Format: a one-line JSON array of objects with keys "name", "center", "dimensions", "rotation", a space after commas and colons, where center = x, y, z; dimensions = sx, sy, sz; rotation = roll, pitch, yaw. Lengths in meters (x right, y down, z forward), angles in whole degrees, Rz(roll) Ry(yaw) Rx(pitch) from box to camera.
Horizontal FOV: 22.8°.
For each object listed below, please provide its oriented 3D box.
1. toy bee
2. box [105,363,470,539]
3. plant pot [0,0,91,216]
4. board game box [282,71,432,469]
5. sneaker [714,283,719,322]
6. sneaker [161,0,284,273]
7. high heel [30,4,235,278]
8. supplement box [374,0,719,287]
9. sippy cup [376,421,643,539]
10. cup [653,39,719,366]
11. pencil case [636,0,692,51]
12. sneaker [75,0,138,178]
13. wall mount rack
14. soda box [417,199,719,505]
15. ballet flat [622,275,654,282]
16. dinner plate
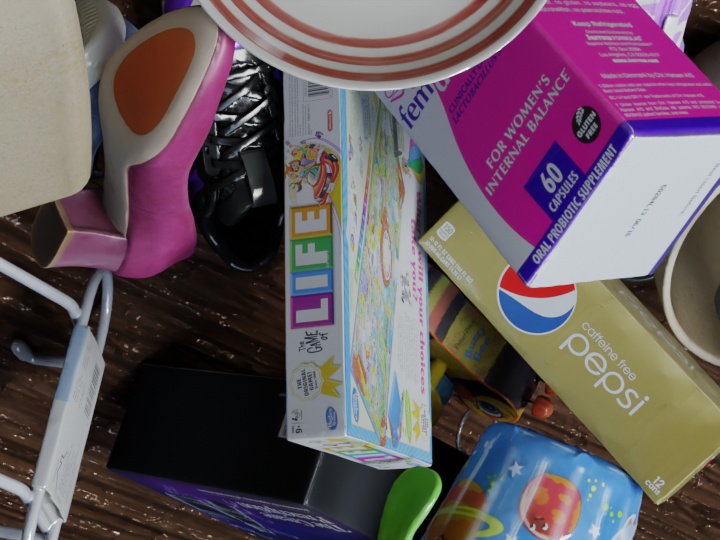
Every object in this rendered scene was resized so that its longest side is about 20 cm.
[{"name": "toy bee", "center": [0.076, 0.051, 1.132], "dimensions": [0.200, 0.108, 0.132], "rotation": [24, 79, -44]}, {"name": "box", "center": [-0.040, 0.123, 1.111], "dimensions": [0.141, 0.079, 0.199], "rotation": [28, 163, -38]}, {"name": "plant pot", "center": [-0.219, -0.119, 0.817], "dimensions": [0.199, 0.201, 0.177], "rotation": [-17, 143, 0]}, {"name": "board game box", "center": [0.000, 0.000, 0.968], "dimensions": [0.034, 0.201, 0.134], "rotation": [-6, 165, 21]}, {"name": "sneaker", "center": [0.283, 0.009, 0.989], "dimensions": [0.199, 0.078, 0.091], "rotation": [6, 148, -18]}, {"name": "sneaker", "center": [-0.062, -0.080, 0.963], "dimensions": [0.069, 0.100, 0.201], "rotation": [-11, 136, -10]}, {"name": "high heel", "center": [-0.092, -0.066, 0.919], "dimensions": [0.096, 0.068, 0.200], "rotation": [-2, 151, -39]}, {"name": "supplement box", "center": [0.085, -0.100, 0.906], "dimensions": [0.103, 0.200, 0.101], "rotation": [-5, 138, -42]}, {"name": "sippy cup", "center": [0.094, 0.160, 1.009], "dimensions": [0.131, 0.139, 0.178], "rotation": [-66, 161, -6]}, {"name": "cup", "center": [0.250, -0.059, 1.051], "dimensions": [0.199, 0.144, 0.201], "rotation": [-8, 135, -9]}, {"name": "pencil case", "center": [0.156, -0.190, 0.935], "dimensions": [0.083, 0.086, 0.201], "rotation": [-6, 134, -17]}, {"name": "sneaker", "center": [-0.187, -0.063, 0.963], "dimensions": [0.199, 0.075, 0.084], "rotation": [-31, 141, 19]}, {"name": "wall mount rack", "center": [-0.200, 0.073, 1.018], "dimensions": [0.074, 0.201, 0.174], "rotation": [8, 155, 6]}, {"name": "soda box", "center": [0.127, 0.034, 1.010], "dimensions": [0.064, 0.200, 0.068], "rotation": [-45, 171, 13]}, {"name": "ballet flat", "center": [0.134, -0.059, 1.073], "dimensions": [0.067, 0.064, 0.200], "rotation": [-33, 134, 16]}, {"name": "dinner plate", "center": [0.005, -0.181, 0.847], "dimensions": [0.199, 0.201, 0.024], "rotation": [-14, 173, -4]}]
